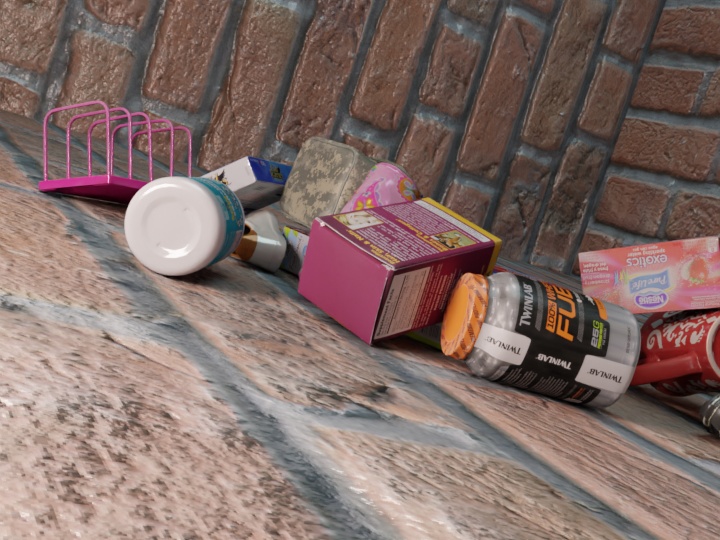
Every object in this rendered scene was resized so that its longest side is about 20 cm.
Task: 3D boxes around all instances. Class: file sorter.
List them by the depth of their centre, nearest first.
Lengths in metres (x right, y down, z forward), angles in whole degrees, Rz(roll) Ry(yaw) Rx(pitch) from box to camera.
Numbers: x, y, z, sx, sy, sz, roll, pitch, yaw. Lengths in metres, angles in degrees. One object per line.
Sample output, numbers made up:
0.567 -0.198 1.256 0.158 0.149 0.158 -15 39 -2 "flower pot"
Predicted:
-0.369 -0.177 1.457 0.139 0.126 0.200 -2 -4 28 "file sorter"

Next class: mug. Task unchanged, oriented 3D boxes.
0.470 0.126 1.306 0.133 0.178 0.200 43 -9 -1 "mug"

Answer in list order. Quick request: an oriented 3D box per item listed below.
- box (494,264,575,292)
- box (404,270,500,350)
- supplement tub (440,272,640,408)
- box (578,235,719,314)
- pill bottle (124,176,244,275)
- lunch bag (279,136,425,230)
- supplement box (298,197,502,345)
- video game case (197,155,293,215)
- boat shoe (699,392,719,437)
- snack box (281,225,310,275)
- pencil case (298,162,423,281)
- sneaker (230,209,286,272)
0.248 0.051 1.535 0.200 0.096 0.100 18 5 3 "box"
0.109 0.032 1.236 0.122 0.048 0.200 21 28 25 "box"
0.200 0.075 1.065 0.200 0.123 0.123 15 7 -12 "supplement tub"
0.416 0.008 1.305 0.200 0.095 0.103 -7 -2 38 "box"
-0.201 -0.057 1.129 0.111 0.111 0.200 18 6 1 "pill bottle"
-0.005 -0.103 1.402 0.168 0.139 0.200 24 1 -30 "lunch bag"
0.048 -0.005 1.108 0.200 0.103 0.131 -13 37 -43 "supplement box"
-0.206 -0.115 1.456 0.181 0.046 0.200 -23 -6 16 "video game case"
0.475 0.176 1.195 0.068 0.072 0.200 26 11 27 "boat shoe"
0.000 0.000 1.405 0.200 0.068 0.169 25 10 42 "snack box"
0.002 -0.046 1.230 0.087 0.200 0.087 25 -29 14 "pencil case"
-0.168 -0.057 1.394 0.085 0.073 0.200 18 7 -20 "sneaker"
